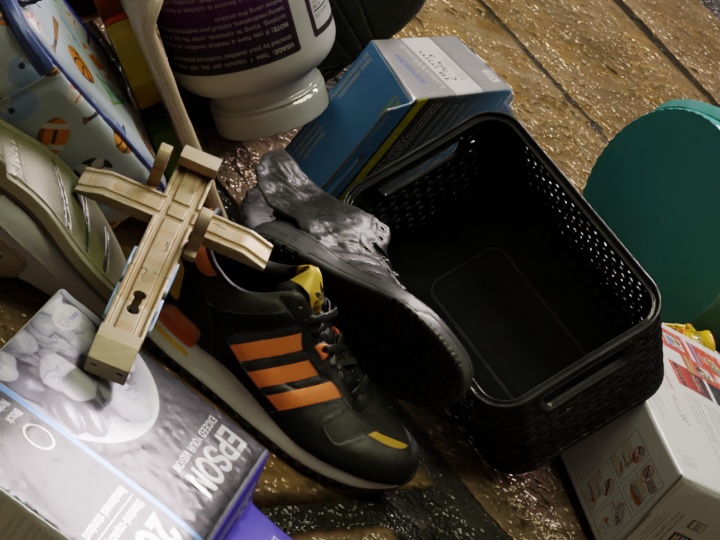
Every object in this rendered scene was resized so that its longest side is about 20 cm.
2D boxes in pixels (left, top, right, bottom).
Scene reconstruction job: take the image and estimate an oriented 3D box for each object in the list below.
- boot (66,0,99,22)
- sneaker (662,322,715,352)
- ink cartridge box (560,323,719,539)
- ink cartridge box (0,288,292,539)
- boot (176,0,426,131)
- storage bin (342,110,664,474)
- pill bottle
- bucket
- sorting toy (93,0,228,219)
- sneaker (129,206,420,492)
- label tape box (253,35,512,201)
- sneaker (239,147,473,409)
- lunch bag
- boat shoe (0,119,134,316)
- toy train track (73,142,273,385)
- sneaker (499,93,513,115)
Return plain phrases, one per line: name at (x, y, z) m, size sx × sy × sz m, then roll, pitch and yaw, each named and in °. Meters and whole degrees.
boot at (-0.263, -0.252, 1.565) m, size 0.200 × 0.074 × 0.155 m, roll 15°, pitch 36°, yaw -38°
sneaker at (0.211, 0.060, 1.670) m, size 0.200 × 0.077 × 0.073 m, roll 26°, pitch 24°, yaw -26°
ink cartridge box at (0.223, 0.130, 1.549) m, size 0.175 × 0.084 × 0.200 m, roll 26°, pitch 26°, yaw -29°
ink cartridge box at (-0.114, 0.113, 1.145) m, size 0.200 × 0.043 × 0.198 m, roll 39°, pitch 23°, yaw -2°
boot at (-0.028, -0.170, 1.606) m, size 0.074 × 0.203 × 0.154 m, roll 61°, pitch 20°, yaw -1°
storage bin at (0.092, 0.013, 1.477) m, size 0.200 × 0.135 × 0.094 m, roll 53°, pitch -12°, yaw 32°
pill bottle at (-0.083, -0.189, 1.464) m, size 0.113 × 0.112 × 0.201 m, roll -82°, pitch 159°, yaw -64°
bucket at (0.278, -0.032, 1.792) m, size 0.135 × 0.207 × 0.207 m, roll 9°, pitch 36°, yaw -41°
sorting toy at (-0.134, -0.127, 1.420) m, size 0.185 × 0.036 × 0.200 m, roll -117°, pitch -169°, yaw -49°
sneaker at (-0.036, 0.045, 1.321) m, size 0.200 × 0.090 × 0.070 m, roll 36°, pitch 23°, yaw -4°
label tape box at (0.001, -0.086, 1.544) m, size 0.063 × 0.144 × 0.200 m, roll 47°, pitch 24°, yaw 14°
sneaker at (-0.001, 0.003, 1.393) m, size 0.200 × 0.060 × 0.104 m, roll 32°, pitch 30°, yaw 14°
lunch bag at (-0.193, -0.122, 1.333) m, size 0.200 × 0.075 × 0.160 m, roll 56°, pitch 8°, yaw -47°
boat shoe at (-0.201, -0.035, 1.251) m, size 0.200 × 0.068 × 0.075 m, roll 49°, pitch 18°, yaw -38°
toy train track at (-0.107, -0.014, 1.237) m, size 0.114 × 0.033 × 0.200 m, roll 22°, pitch 38°, yaw -3°
sneaker at (0.114, -0.080, 1.786) m, size 0.202 × 0.077 × 0.146 m, roll 39°, pitch 26°, yaw 4°
